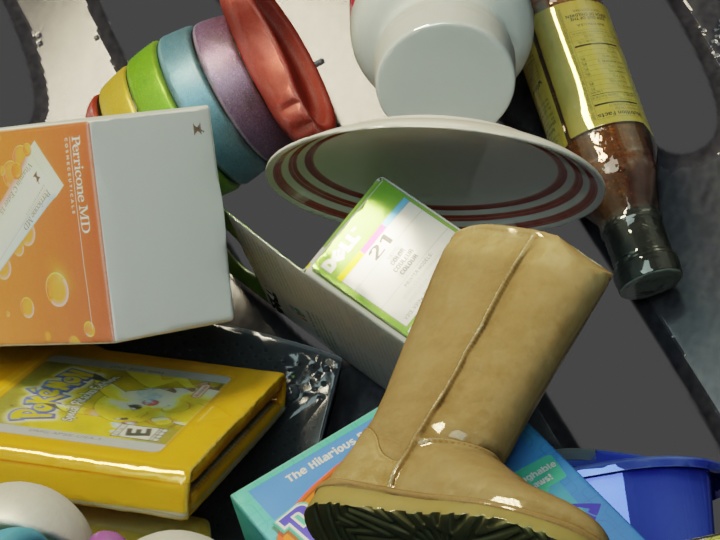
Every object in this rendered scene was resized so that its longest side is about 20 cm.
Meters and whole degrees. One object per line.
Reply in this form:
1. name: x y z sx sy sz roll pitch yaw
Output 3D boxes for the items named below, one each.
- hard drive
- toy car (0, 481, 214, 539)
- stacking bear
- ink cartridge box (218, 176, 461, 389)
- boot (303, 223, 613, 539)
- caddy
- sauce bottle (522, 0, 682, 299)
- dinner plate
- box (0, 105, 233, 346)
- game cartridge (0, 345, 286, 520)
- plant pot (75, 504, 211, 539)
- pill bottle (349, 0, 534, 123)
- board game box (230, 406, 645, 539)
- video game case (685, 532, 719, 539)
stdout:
1. hard drive: -0.117 0.097 1.420 0.199 0.042 0.135 10 72 15
2. toy car: -0.131 0.190 1.152 0.199 0.150 0.176 19 56 -15
3. stacking bear: -0.126 -0.086 1.458 0.199 0.114 0.122 -28 80 10
4. ink cartridge box: 0.000 0.000 1.378 0.200 0.148 0.076 36 77 21
5. boot: 0.081 0.066 1.177 0.175 0.066 0.200 11 50 27
6. caddy: 0.114 0.151 1.304 0.199 0.141 0.105 -10 70 5
7. sauce bottle: 0.147 -0.079 1.429 0.066 0.066 0.201 -16 69 4
8. dinner plate: 0.044 -0.058 1.364 0.199 0.200 0.024 -1 73 10
9. box: -0.181 -0.023 1.351 0.199 0.097 0.125 -3 95 41
10. game cartridge: -0.162 0.083 1.327 0.199 0.176 0.033 9 108 13
11. plant pot: -0.179 0.205 1.321 0.188 0.201 0.202 0 68 -7
12. pill bottle: 0.048 -0.165 1.409 0.110 0.111 0.200 -10 35 6
13. board game box: 0.047 0.147 1.188 0.152 0.045 0.200 -31 43 -15
14. video game case: 0.146 0.236 1.243 0.180 0.201 0.036 -13 34 5
